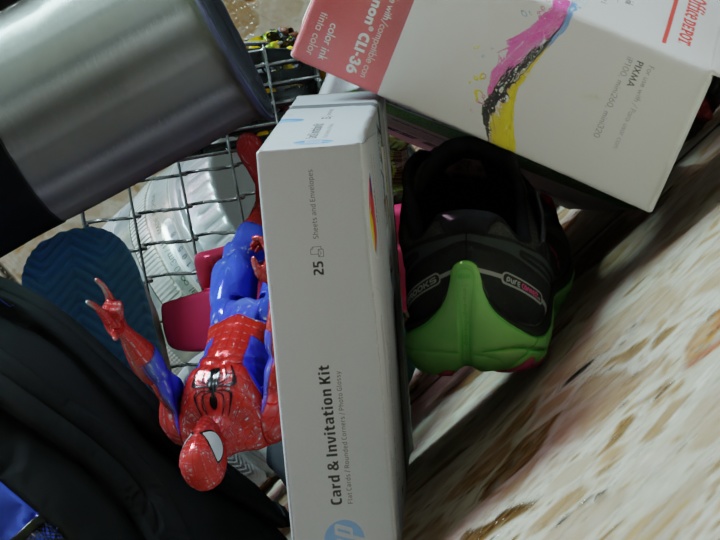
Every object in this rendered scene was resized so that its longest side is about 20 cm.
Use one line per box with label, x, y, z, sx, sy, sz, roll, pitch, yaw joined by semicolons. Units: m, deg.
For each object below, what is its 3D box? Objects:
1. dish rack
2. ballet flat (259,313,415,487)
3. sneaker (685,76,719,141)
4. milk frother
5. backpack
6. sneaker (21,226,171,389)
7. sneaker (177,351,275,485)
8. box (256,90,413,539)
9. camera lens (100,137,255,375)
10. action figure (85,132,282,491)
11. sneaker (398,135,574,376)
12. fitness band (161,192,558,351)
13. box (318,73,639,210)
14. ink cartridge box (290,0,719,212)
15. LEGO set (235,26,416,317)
dish rack;-0.076;-0.012;1.368;0.153;0.201;0.055;-11;3;-17
ballet flat;-0.022;0.058;1.241;0.073;0.073;0.200;-42;3;19
sneaker;0.080;-0.133;1.237;0.079;0.200;0.095;-46;32;-7
milk frother;-0.149;-0.072;1.182;0.188;0.181;0.200;-28;39;5
backpack;-0.156;0.111;1.123;0.168;0.200;0.163;-42;5;14
sneaker;-0.110;0.084;1.264;0.076;0.201;0.081;-9;-18;0
sneaker;-0.110;0.117;1.447;0.112;0.078;0.200;-37;8;50
box;-0.006;0.018;1.028;0.041;0.157;0.200;-5;9;2
camera lens;-0.103;0.032;1.638;0.200;0.160;0.160;-41;5;26
action figure;-0.054;-0.001;1.130;0.065;0.099;0.200;-5;45;19
sneaker;0.054;-0.019;1.130;0.076;0.084;0.200;-1;16;0
fitness band;0.000;0.000;1.273;0.199;0.038;0.143;-16;10;-28
box;0.058;-0.069;1.266;0.200;0.144;0.036;-156;88;-83
ink cartridge box;0.083;-0.091;1.112;0.117;0.199;0.068;-61;-7;-67
LEGO set;0.025;-0.074;1.455;0.116;0.200;0.154;-38;-14;32
